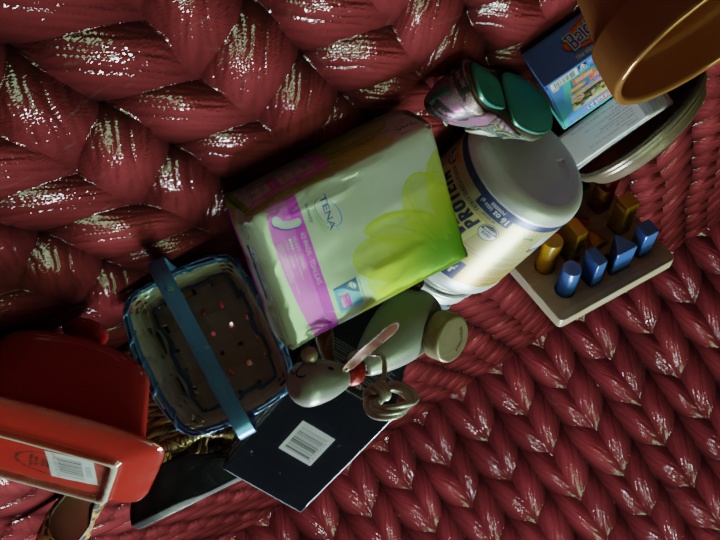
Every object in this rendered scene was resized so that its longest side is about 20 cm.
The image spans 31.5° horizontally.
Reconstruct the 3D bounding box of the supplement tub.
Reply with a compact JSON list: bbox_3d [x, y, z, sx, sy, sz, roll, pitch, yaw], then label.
[{"bbox_3d":[0.129,-0.064,1.393,0.144,0.145,0.200,-18,161,-44],"label":"supplement tub"}]

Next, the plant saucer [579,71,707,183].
[{"bbox_3d":[0.337,-0.172,1.529,0.200,0.029,0.200,-42,-168,11],"label":"plant saucer"}]

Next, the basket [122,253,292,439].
[{"bbox_3d":[-0.143,0.074,1.211,0.139,0.177,0.200,-26,177,-7],"label":"basket"}]

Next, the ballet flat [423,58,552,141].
[{"bbox_3d":[0.118,-0.158,1.230,0.071,0.070,0.200,-18,170,28],"label":"ballet flat"}]

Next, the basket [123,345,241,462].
[{"bbox_3d":[-0.204,0.187,1.428,0.142,0.150,0.200,13,163,2],"label":"basket"}]

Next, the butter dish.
[{"bbox_3d":[-0.269,0.113,1.169,0.198,0.149,0.200,17,151,-8],"label":"butter dish"}]

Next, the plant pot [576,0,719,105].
[{"bbox_3d":[0.250,-0.247,1.021,0.199,0.140,0.200,-30,166,-8],"label":"plant pot"}]

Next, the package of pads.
[{"bbox_3d":[-0.012,-0.043,1.169,0.199,0.068,0.155,-28,122,-16],"label":"package of pads"}]

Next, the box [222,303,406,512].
[{"bbox_3d":[-0.039,0.119,1.358,0.200,0.104,0.183,-50,-166,39],"label":"box"}]

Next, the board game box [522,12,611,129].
[{"bbox_3d":[0.250,-0.224,1.310,0.152,0.045,0.200,-35,167,8],"label":"board game box"}]

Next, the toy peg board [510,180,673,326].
[{"bbox_3d":[0.281,-0.064,1.665,0.199,0.199,0.098,-26,150,-22],"label":"toy peg board"}]

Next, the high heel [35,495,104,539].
[{"bbox_3d":[-0.402,0.337,1.766,0.200,0.071,0.143,-48,174,-5],"label":"high heel"}]

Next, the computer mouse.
[{"bbox_3d":[-0.182,0.223,1.384,0.138,0.053,0.200,-28,174,30],"label":"computer mouse"}]

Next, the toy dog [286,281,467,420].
[{"bbox_3d":[0.017,0.054,1.213,0.131,0.097,0.200,4,-157,26],"label":"toy dog"}]

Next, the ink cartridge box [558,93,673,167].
[{"bbox_3d":[0.278,-0.159,1.510,0.200,0.045,0.176,-35,176,34],"label":"ink cartridge box"}]

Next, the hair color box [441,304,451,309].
[{"bbox_3d":[0.057,0.028,1.605,0.200,0.061,0.099,-36,-163,54],"label":"hair color box"}]

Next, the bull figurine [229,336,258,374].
[{"bbox_3d":[-0.110,0.112,1.620,0.121,0.066,0.200,17,145,-39],"label":"bull figurine"}]
